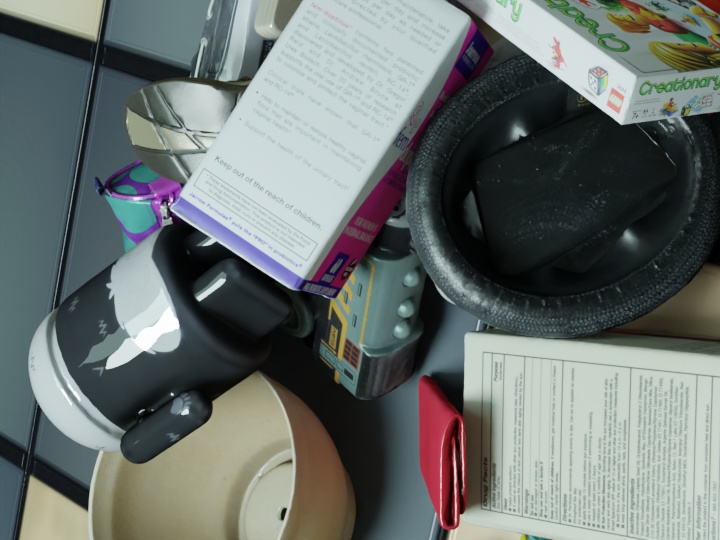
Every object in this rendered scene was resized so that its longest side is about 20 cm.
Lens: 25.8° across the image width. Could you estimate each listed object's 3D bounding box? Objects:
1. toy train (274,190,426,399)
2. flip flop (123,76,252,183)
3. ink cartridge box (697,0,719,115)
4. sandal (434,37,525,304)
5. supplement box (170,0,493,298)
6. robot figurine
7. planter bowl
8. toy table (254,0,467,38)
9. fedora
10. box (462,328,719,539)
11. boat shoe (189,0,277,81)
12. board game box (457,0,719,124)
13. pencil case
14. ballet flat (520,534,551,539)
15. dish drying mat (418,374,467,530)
[{"bbox_3d":[0.000,0.000,1.133,0.114,0.085,0.200,41,141,27],"label":"toy train"},{"bbox_3d":[-0.078,-0.115,1.167,0.200,0.058,0.081,-11,99,12],"label":"flip flop"},{"bbox_3d":[0.226,-0.204,0.977,0.200,0.047,0.160,-39,65,34],"label":"ink cartridge box"},{"bbox_3d":[0.090,-0.074,1.099,0.050,0.082,0.203,-95,21,-71],"label":"sandal"},{"bbox_3d":[-0.015,-0.093,1.007,0.103,0.101,0.200,33,94,14],"label":"supplement box"},{"bbox_3d":[-0.143,0.047,1.121,0.200,0.150,0.125,-35,95,21],"label":"robot figurine"},{"bbox_3d":[-0.088,0.177,1.194,0.200,0.135,0.200,-15,63,33],"label":"planter bowl"},{"bbox_3d":[-0.015,-0.229,1.127,0.200,0.117,0.184,-18,59,37],"label":"toy table"},{"bbox_3d":[0.130,-0.045,1.008,0.200,0.092,0.201,-1,82,5],"label":"fedora"},{"bbox_3d":[0.173,0.104,0.987,0.200,0.109,0.128,4,95,43],"label":"box"},{"bbox_3d":[-0.106,-0.156,1.266,0.068,0.072,0.200,25,107,42],"label":"boat shoe"},{"bbox_3d":[0.148,-0.156,0.969,0.200,0.126,0.035,45,134,40],"label":"board game box"},{"bbox_3d":[-0.142,0.005,1.246,0.092,0.085,0.200,-114,10,-64],"label":"pencil case"},{"bbox_3d":[0.182,0.229,1.022,0.200,0.067,0.067,32,132,41],"label":"ballet flat"},{"bbox_3d":[0.054,0.120,1.069,0.018,0.200,0.077,-2,93,-1],"label":"dish drying mat"}]
